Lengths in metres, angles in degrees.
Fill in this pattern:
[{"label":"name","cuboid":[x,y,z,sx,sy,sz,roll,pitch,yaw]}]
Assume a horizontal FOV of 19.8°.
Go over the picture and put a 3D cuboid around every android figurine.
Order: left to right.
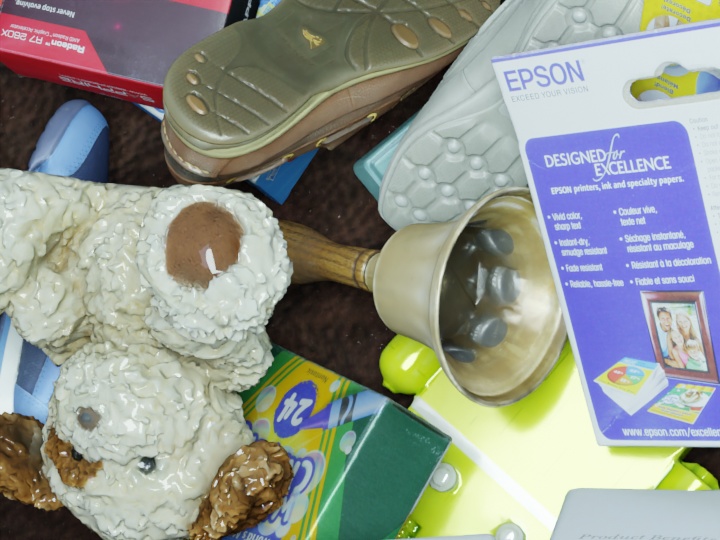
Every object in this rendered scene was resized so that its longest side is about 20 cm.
[{"label":"android figurine","cuboid":[0.090,0.086,1.041,0.182,0.041,0.200,42,90,15]}]

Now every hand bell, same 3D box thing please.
[{"label":"hand bell","cuboid":[0.000,0.000,1.036,0.199,0.104,0.105,10,82,43]}]

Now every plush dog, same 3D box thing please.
[{"label":"plush dog","cuboid":[-0.104,0.047,0.993,0.198,0.160,0.174,6,89,26]}]

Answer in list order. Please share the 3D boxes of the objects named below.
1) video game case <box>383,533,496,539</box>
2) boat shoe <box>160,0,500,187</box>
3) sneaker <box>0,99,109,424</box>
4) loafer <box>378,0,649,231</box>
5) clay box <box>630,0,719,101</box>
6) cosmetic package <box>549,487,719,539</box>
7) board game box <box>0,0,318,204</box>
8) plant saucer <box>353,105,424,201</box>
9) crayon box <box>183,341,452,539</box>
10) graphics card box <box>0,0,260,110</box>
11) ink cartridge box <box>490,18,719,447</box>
[{"label":"video game case","cuboid":[-0.037,0.202,0.870,0.198,0.023,0.184,-5,55,7]},{"label":"boat shoe","cuboid":[-0.017,-0.100,1.024,0.199,0.068,0.072,-30,69,-29]},{"label":"sneaker","cuboid":[-0.145,0.011,1.090,0.081,0.074,0.202,5,87,7]},{"label":"loafer","cuboid":[0.078,-0.089,1.016,0.070,0.070,0.200,36,127,-13]},{"label":"clay box","cuboid":[0.181,-0.076,0.936,0.114,0.201,0.047,29,44,30]},{"label":"cosmetic package","cuboid":[0.158,0.203,0.903,0.163,0.200,0.167,2,101,13]},{"label":"board game box","cuboid":[-0.071,-0.174,1.110,0.199,0.056,0.197,34,89,15]},{"label":"plant saucer","cuboid":[0.090,-0.093,1.082,0.200,0.019,0.070,-39,75,3]},{"label":"crayon box","cuboid":[-0.052,0.144,1.013,0.125,0.051,0.201,20,79,57]},{"label":"graphics card box","cuboid":[-0.104,-0.189,1.065,0.124,0.051,0.202,14,83,14]},{"label":"ink cartridge box","cuboid":[0.167,-0.018,0.915,0.197,0.043,0.202,-3,110,44]}]
